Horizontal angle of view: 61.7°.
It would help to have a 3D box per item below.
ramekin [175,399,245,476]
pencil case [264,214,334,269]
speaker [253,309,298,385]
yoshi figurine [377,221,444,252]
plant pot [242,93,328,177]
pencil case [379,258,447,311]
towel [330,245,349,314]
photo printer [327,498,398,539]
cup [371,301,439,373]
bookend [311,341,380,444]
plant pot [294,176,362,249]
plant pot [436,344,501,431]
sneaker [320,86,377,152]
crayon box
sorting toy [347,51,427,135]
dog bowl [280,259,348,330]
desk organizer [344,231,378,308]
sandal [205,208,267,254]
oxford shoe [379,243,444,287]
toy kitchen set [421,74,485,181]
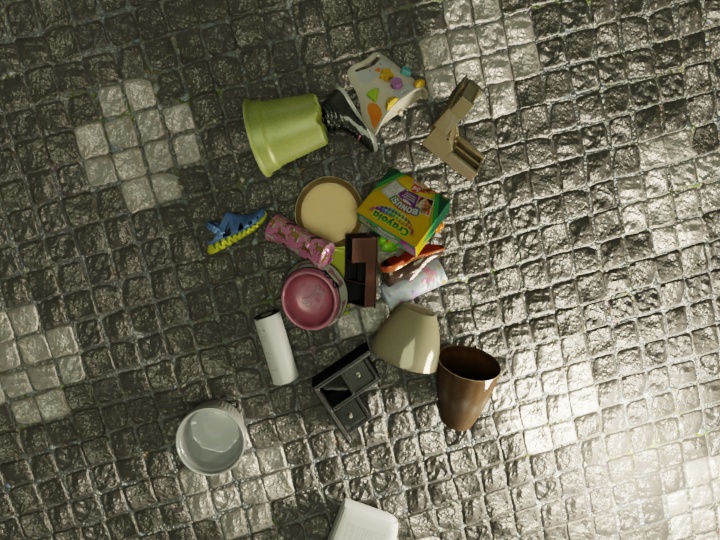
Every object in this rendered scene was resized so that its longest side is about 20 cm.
[{"bbox_3d":[-0.424,0.474,1.740,0.194,0.105,0.207,0,99,-3],"label":"ramekin"},{"bbox_3d":[-0.166,-0.079,1.652,0.197,0.086,0.085,27,113,16],"label":"pencil case"},{"bbox_3d":[-0.240,0.221,1.725,0.079,0.081,0.205,-16,99,-1],"label":"speaker"},{"bbox_3d":[0.130,-0.112,1.705,0.196,0.113,0.113,-27,141,-13],"label":"yoshi figurine"},{"bbox_3d":[-0.185,-0.368,1.563,0.179,0.201,0.206,-15,100,6],"label":"plant pot"},{"bbox_3d":[0.151,0.039,1.721,0.197,0.083,0.092,-29,102,1],"label":"pencil case"},{"bbox_3d":[-0.075,0.032,1.726,0.083,0.018,0.206,-4,106,-10],"label":"towel"},{"bbox_3d":[0.011,0.804,1.839,0.195,0.069,0.170,20,97,-7],"label":"photo printer"},{"bbox_3d":[0.143,0.174,1.678,0.195,0.201,0.147,17,101,-6],"label":"cup"},{"bbox_3d":[-0.010,0.355,1.755,0.196,0.092,0.203,-32,101,1],"label":"bookend"},{"bbox_3d":[-0.087,-0.161,1.701,0.194,0.028,0.206,-1,98,-4],"label":"plant pot"},{"bbox_3d":[0.297,0.353,1.747,0.181,0.188,0.205,6,113,-5],"label":"plant pot"},{"bbox_3d":[-0.039,-0.388,1.637,0.098,0.071,0.202,-36,93,-14],"label":"sneaker"},{"bbox_3d":[0.116,-0.161,1.626,0.197,0.059,0.174,31,69,20],"label":"crayon box"},{"bbox_3d":[0.061,-0.500,1.609,0.199,0.107,0.181,-37,75,-19],"label":"sorting toy"},{"bbox_3d":[-0.136,0.075,1.687,0.194,0.074,0.206,3,104,12],"label":"dog bowl"},{"bbox_3d":[0.000,0.000,1.692,0.075,0.072,0.206,-3,105,-19],"label":"desk organizer"},{"bbox_3d":[-0.351,-0.124,1.666,0.196,0.080,0.089,-28,96,-1],"label":"sandal"},{"bbox_3d":[0.147,-0.017,1.672,0.195,0.071,0.074,-21,113,-12],"label":"oxford shoe"},{"bbox_3d":[0.304,-0.400,1.630,0.179,0.200,0.165,35,54,-8],"label":"toy kitchen set"}]
